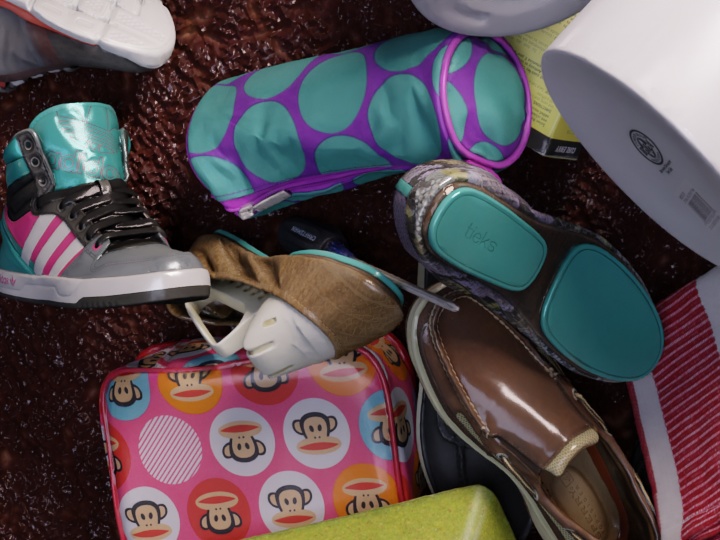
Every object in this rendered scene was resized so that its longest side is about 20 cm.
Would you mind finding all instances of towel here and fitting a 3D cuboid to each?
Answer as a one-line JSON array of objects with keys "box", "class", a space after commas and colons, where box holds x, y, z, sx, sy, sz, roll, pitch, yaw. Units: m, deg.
[{"box": [0.216, 0.055, 0.878, 0.200, 0.023, 0.146, -38, 52, 45], "class": "towel"}]

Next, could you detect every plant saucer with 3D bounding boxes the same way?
[{"box": [0.018, 0.237, 1.005, 0.198, 0.048, 0.201, -16, 122, 17], "class": "plant saucer"}]

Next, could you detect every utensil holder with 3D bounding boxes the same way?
[{"box": [0.212, -0.123, 0.835, 0.200, 0.170, 0.170, -44, 86, -5], "class": "utensil holder"}]

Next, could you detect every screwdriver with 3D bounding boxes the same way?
[{"box": [0.000, 0.000, 0.954, 0.029, 0.200, 0.028, -25, 114, -17], "class": "screwdriver"}]

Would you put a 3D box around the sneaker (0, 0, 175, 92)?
[{"box": [-0.208, -0.152, 1.045, 0.198, 0.077, 0.083, 18, 131, 13], "class": "sneaker"}]

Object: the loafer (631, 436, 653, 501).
[{"box": [0.223, 0.094, 0.923, 0.073, 0.073, 0.200, 36, 137, -15], "class": "loafer"}]

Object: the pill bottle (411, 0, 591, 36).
[{"box": [0.066, -0.238, 0.882, 0.118, 0.120, 0.202, -20, 61, 18], "class": "pill bottle"}]

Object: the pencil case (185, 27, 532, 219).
[{"box": [-0.003, -0.081, 0.950, 0.198, 0.085, 0.094, -9, 66, 39], "class": "pencil case"}]

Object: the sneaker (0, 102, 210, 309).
[{"box": [-0.158, -0.041, 1.007, 0.199, 0.083, 0.122, 5, 96, 48], "class": "sneaker"}]

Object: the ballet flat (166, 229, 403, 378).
[{"box": [-0.054, 0.023, 0.969, 0.072, 0.199, 0.068, -49, 125, -19], "class": "ballet flat"}]

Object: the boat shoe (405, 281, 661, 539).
[{"box": [0.105, 0.088, 0.924, 0.075, 0.075, 0.203, -44, 108, -16], "class": "boat shoe"}]

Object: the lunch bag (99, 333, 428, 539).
[{"box": [-0.057, 0.129, 1.033, 0.197, 0.082, 0.179, -6, 98, 16], "class": "lunch bag"}]

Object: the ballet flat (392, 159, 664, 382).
[{"box": [0.089, -0.004, 0.899, 0.072, 0.072, 0.200, -44, 129, 17], "class": "ballet flat"}]

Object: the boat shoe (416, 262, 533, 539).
[{"box": [0.075, 0.074, 0.987, 0.073, 0.063, 0.204, -9, 99, -21], "class": "boat shoe"}]

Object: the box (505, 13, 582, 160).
[{"box": [0.128, -0.169, 0.938, 0.075, 0.050, 0.202, 32, 108, 29], "class": "box"}]
